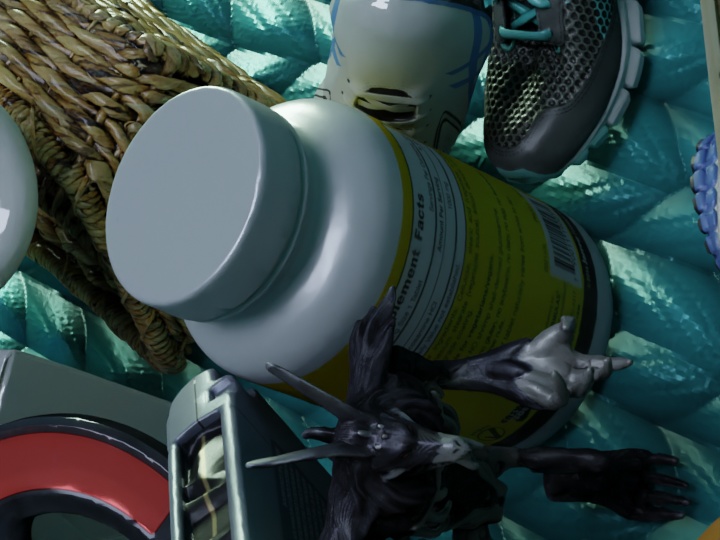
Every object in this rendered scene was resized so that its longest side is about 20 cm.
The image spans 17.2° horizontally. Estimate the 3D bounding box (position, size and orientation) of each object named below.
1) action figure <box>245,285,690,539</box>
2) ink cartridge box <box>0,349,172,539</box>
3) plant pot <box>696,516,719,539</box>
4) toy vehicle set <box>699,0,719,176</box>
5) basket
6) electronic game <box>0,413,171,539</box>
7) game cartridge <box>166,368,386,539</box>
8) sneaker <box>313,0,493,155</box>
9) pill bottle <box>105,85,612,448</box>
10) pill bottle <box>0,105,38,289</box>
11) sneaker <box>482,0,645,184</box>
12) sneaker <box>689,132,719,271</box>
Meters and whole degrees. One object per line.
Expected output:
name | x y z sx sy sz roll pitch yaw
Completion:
action figure | 0.054 0.075 0.855 0.101 0.199 0.120 -10 67 39
ink cartridge box | -0.180 0.087 1.120 0.199 0.144 0.085 4 77 44
plant pot | 0.175 0.163 0.726 0.200 0.200 0.184 -47 31 20
toy vehicle set | 0.187 -0.107 0.874 0.123 0.027 0.201 -18 50 23
basket | -0.146 -0.064 1.149 0.200 0.142 0.150 39 101 46
electronic game | -0.115 0.158 0.952 0.199 0.042 0.202 2 95 29
game cartridge | -0.016 0.129 0.850 0.040 0.133 0.200 -38 22 12
sneaker | 0.013 -0.068 0.991 0.200 0.071 0.073 105 172 -74
pill bottle | 0.000 0.000 0.938 0.112 0.199 0.113 -19 61 38
pill bottle | -0.216 -0.027 1.106 0.200 0.113 0.115 166 121 -75
sneaker | 0.076 -0.138 0.998 0.077 0.091 0.202 2 76 46
sneaker | 0.177 0.019 0.849 0.085 0.077 0.201 -27 57 29
